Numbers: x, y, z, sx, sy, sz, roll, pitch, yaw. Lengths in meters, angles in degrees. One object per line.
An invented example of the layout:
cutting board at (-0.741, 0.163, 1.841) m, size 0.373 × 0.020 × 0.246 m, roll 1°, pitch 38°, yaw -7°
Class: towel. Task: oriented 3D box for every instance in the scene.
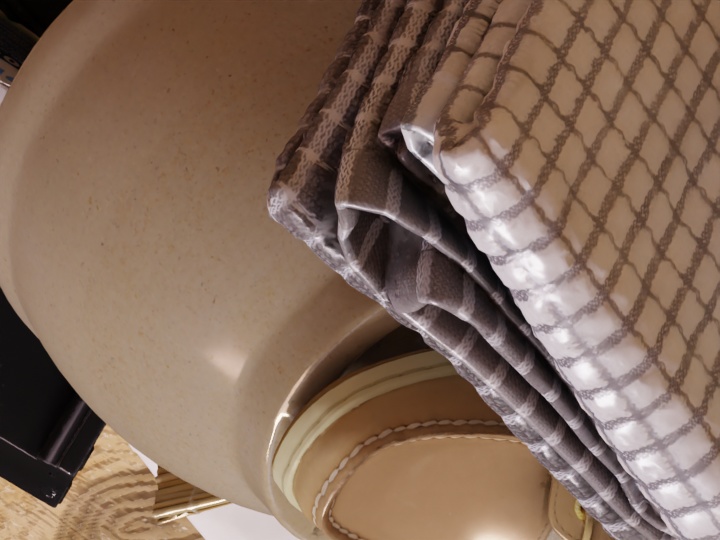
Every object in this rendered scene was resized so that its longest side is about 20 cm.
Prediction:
towel at (0.074, -0.041, 0.772) m, size 0.085 × 0.200 × 0.166 m, roll -6°, pitch 137°, yaw 42°

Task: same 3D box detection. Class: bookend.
bookend at (-0.179, 0.002, 1.149) m, size 0.200 × 0.092 × 0.199 m, roll 31°, pitch 169°, yaw -2°

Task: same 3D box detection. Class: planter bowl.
planter bowl at (0.000, 0.000, 0.870) m, size 0.135 × 0.200 × 0.200 m, roll 59°, pitch 175°, yaw 41°

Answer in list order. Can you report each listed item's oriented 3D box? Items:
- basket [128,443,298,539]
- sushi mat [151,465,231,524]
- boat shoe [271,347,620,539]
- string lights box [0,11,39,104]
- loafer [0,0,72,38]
basket at (0.030, 0.080, 1.103) m, size 0.135 × 0.124 × 0.200 m, roll 6°, pitch 144°, yaw 38°
sushi mat at (0.023, 0.032, 0.981) m, size 0.200 × 0.096 × 0.012 m, roll -16°, pitch 126°, yaw 20°
boat shoe at (0.068, 0.072, 0.826) m, size 0.200 × 0.066 × 0.074 m, roll 10°, pitch 126°, yaw -34°
string lights box at (-0.156, -0.069, 0.997) m, size 0.103 × 0.059 × 0.200 m, roll 32°, pitch -174°, yaw -4°
loafer at (-0.085, -0.104, 0.972) m, size 0.201 × 0.070 × 0.068 m, roll 51°, pitch -171°, yaw -42°
